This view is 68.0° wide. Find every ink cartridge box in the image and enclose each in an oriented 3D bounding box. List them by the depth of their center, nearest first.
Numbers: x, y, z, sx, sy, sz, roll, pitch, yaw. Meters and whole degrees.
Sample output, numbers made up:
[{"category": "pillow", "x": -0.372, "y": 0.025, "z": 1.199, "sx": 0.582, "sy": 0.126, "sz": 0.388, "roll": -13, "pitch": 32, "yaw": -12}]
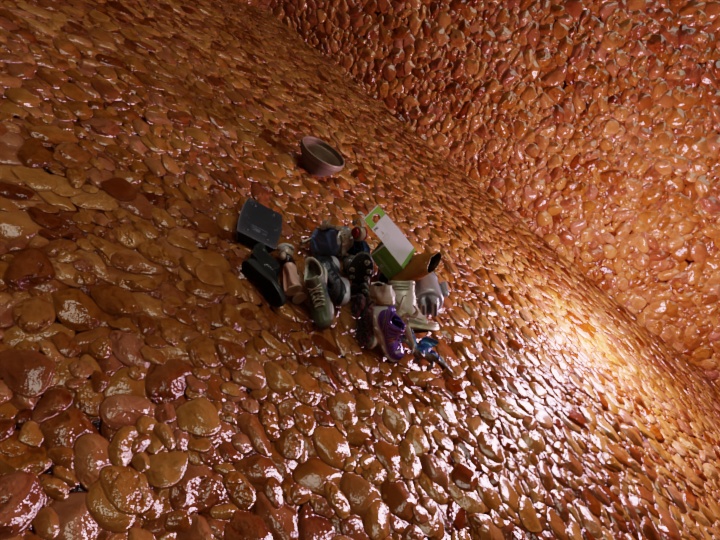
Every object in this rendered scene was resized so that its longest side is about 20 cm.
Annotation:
[{"category": "ink cartridge box", "x": 0.076, "y": -0.095, "z": 1.739, "sx": 0.201, "sy": 0.075, "sz": 0.148, "roll": 50, "pitch": 34, "yaw": -5}]

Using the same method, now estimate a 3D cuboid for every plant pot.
[{"category": "plant pot", "x": -0.168, "y": -0.444, "z": 2.150, "sx": 0.198, "sy": 0.093, "sz": 0.202, "roll": 28, "pitch": 29, "yaw": -17}]

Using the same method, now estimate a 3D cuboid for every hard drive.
[{"category": "hard drive", "x": -0.305, "y": -0.132, "z": 1.600, "sx": 0.133, "sy": 0.043, "sz": 0.202, "roll": 27, "pitch": 31, "yaw": -19}]

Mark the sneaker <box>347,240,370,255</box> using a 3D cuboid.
[{"category": "sneaker", "x": -0.054, "y": -0.088, "z": 1.758, "sx": 0.077, "sy": 0.072, "sz": 0.199, "roll": -10, "pitch": 31, "yaw": -42}]

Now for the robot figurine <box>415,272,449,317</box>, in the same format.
[{"category": "robot figurine", "x": 0.216, "y": 0.071, "z": 1.802, "sx": 0.166, "sy": 0.115, "sz": 0.202, "roll": -4, "pitch": 37, "yaw": -3}]

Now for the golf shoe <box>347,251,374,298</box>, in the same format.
[{"category": "golf shoe", "x": 0.000, "y": 0.000, "z": 1.587, "sx": 0.075, "sy": 0.202, "sz": 0.089, "roll": 7, "pitch": 51, "yaw": 0}]

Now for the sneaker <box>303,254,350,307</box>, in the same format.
[{"category": "sneaker", "x": -0.104, "y": 0.027, "z": 1.564, "sx": 0.112, "sy": 0.076, "sz": 0.202, "roll": 12, "pitch": 35, "yaw": -31}]

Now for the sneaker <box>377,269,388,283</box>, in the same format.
[{"category": "sneaker", "x": 0.104, "y": -0.027, "z": 1.856, "sx": 0.198, "sy": 0.084, "sz": 0.121, "roll": -11, "pitch": 49, "yaw": -47}]

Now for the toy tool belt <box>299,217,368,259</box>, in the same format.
[{"category": "toy tool belt", "x": -0.085, "y": -0.098, "z": 1.640, "sx": 0.121, "sy": 0.198, "sz": 0.128, "roll": 0, "pitch": 80, "yaw": -47}]

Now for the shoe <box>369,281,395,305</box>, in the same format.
[{"category": "shoe", "x": 0.065, "y": 0.057, "z": 1.513, "sx": 0.068, "sy": 0.055, "sz": 0.200, "roll": -5, "pitch": 7, "yaw": -6}]

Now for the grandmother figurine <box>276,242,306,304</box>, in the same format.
[{"category": "grandmother figurine", "x": -0.201, "y": -0.007, "z": 1.500, "sx": 0.059, "sy": 0.123, "sz": 0.202, "roll": -17, "pitch": 45, "yaw": -5}]

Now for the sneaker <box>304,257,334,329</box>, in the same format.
[{"category": "sneaker", "x": -0.122, "y": 0.054, "z": 1.445, "sx": 0.090, "sy": 0.066, "sz": 0.204, "roll": 57, "pitch": 20, "yaw": -55}]

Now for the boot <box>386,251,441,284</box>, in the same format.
[{"category": "boot", "x": 0.172, "y": 0.015, "z": 1.728, "sx": 0.071, "sy": 0.143, "sz": 0.202, "roll": 46, "pitch": 66, "yaw": -18}]

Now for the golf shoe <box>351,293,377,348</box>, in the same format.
[{"category": "golf shoe", "x": 0.033, "y": 0.148, "z": 1.534, "sx": 0.091, "sy": 0.073, "sz": 0.202, "roll": 24, "pitch": 31, "yaw": -24}]

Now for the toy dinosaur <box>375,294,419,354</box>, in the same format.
[{"category": "toy dinosaur", "x": 0.127, "y": 0.143, "z": 1.569, "sx": 0.201, "sy": 0.101, "sz": 0.058, "roll": 52, "pitch": 5, "yaw": 22}]

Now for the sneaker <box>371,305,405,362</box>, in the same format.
[{"category": "sneaker", "x": 0.092, "y": 0.177, "z": 1.473, "sx": 0.082, "sy": 0.082, "sz": 0.202, "roll": -83, "pitch": 157, "yaw": -47}]

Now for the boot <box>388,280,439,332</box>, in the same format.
[{"category": "boot", "x": 0.167, "y": 0.113, "z": 1.666, "sx": 0.197, "sy": 0.072, "sz": 0.158, "roll": 10, "pitch": 71, "yaw": -34}]

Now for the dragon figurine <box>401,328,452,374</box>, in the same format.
[{"category": "dragon figurine", "x": 0.198, "y": 0.238, "z": 1.590, "sx": 0.196, "sy": 0.059, "sz": 0.101, "roll": 20, "pitch": 40, "yaw": -14}]

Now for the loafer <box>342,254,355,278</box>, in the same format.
[{"category": "loafer", "x": -0.033, "y": -0.016, "z": 1.678, "sx": 0.062, "sy": 0.073, "sz": 0.200, "roll": 25, "pitch": 1, "yaw": 13}]

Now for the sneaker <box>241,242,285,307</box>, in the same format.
[{"category": "sneaker", "x": -0.245, "y": 0.010, "z": 1.442, "sx": 0.200, "sy": 0.060, "sz": 0.104, "roll": 44, "pitch": 33, "yaw": 18}]
